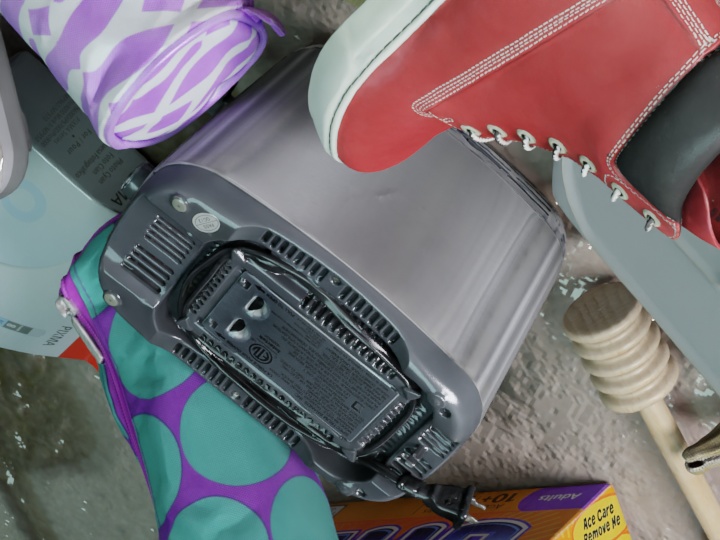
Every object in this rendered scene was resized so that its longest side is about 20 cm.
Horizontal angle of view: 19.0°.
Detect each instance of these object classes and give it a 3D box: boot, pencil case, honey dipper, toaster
[{"bbox_3d":[0.064,-0.049,0.752,0.144,0.072,0.200,57,146,7],"label":"boot"},{"bbox_3d":[-0.121,-0.143,0.850,0.200,0.085,0.084,52,-176,10],"label":"pencil case"},{"bbox_3d":[0.148,0.091,0.963,0.038,0.038,0.200,-7,127,38],"label":"honey dipper"},{"bbox_3d":[0.000,0.000,0.901,0.200,0.129,0.114,38,141,-2],"label":"toaster"},{"bbox_3d":[-0.070,0.075,0.946,0.085,0.092,0.200,116,138,-59],"label":"pencil case"}]

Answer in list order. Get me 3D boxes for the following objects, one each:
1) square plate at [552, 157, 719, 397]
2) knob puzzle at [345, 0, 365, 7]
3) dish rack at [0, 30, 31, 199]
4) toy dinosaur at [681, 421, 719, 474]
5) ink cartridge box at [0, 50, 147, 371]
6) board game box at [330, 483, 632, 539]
[{"bbox_3d":[0.131,-0.032,0.776,0.198,0.028,0.200,53,155,33],"label":"square plate"},{"bbox_3d":[0.009,-0.173,0.801,0.219,0.030,0.220,30,143,26],"label":"knob puzzle"},{"bbox_3d":[-0.224,-0.091,0.991,0.200,0.043,0.172,-17,87,43],"label":"dish rack"},{"bbox_3d":[0.213,0.044,0.873,0.200,0.058,0.101,-6,140,39],"label":"toy dinosaur"},{"bbox_3d":[-0.137,0.006,1.064,0.200,0.047,0.160,44,138,-7],"label":"ink cartridge box"},{"bbox_3d":[0.024,0.241,1.029,0.199,0.200,0.200,-9,107,39],"label":"board game box"}]
